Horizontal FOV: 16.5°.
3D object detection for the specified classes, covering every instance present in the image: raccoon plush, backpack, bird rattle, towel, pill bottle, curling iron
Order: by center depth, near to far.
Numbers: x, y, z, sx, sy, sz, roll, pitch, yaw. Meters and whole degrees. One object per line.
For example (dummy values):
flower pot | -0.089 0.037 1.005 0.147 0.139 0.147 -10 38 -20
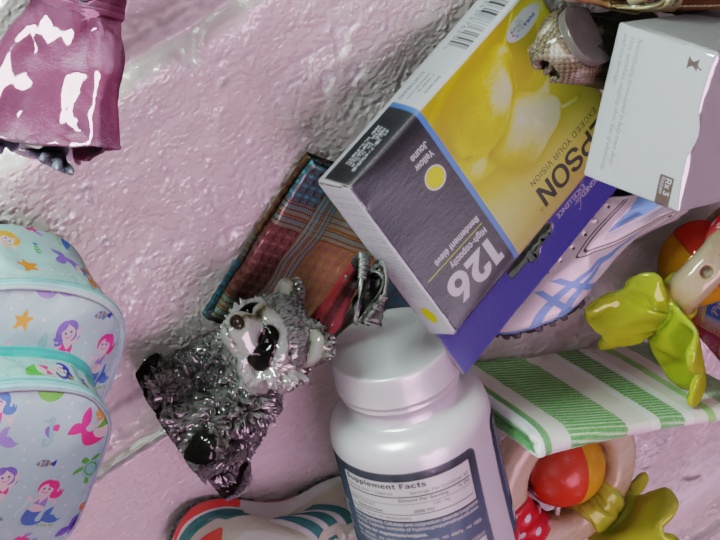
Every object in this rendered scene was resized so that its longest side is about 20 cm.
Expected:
backpack | -0.242 0.075 1.579 0.177 0.151 0.201 7 116 -36
curling iron | -0.024 0.042 1.717 0.025 0.050 0.200 8 155 -20
raccoon plush | -0.074 0.078 1.742 0.134 0.097 0.200 -34 166 -2
towel | 0.000 0.000 1.765 0.199 0.022 0.147 17 114 -41
pill bottle | 0.042 0.133 1.794 0.119 0.120 0.201 -24 123 -16
bird rattle | 0.255 -0.012 1.855 0.112 0.163 0.200 33 97 -3
towel | 0.179 0.096 1.875 0.199 0.152 0.024 -6 111 -29
bird rattle | 0.151 0.175 1.974 0.199 0.113 0.164 -4 114 -19

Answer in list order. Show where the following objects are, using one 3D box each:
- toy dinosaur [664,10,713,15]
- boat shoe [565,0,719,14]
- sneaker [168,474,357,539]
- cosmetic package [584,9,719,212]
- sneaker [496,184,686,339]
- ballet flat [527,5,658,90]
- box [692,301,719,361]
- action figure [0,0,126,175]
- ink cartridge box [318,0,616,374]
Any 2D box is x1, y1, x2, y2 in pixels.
toy dinosaur | 0.203 -0.218 1.705 0.199 0.048 0.088 11 125 -36
boat shoe | 0.184 -0.199 1.638 0.199 0.074 0.076 4 121 -19
sneaker | -0.040 0.212 1.862 0.199 0.093 0.071 -5 128 -31
cosmetic package | 0.244 -0.113 1.680 0.200 0.081 0.113 -9 118 -52
sneaker | 0.163 -0.030 1.822 0.200 0.072 0.073 -41 121 2
ballet flat | 0.169 -0.144 1.686 0.046 0.068 0.200 -31 166 28
box | 0.355 0.049 1.988 0.200 0.100 0.096 25 109 -44
action figure | -0.159 -0.157 1.467 0.149 0.133 0.201 19 88 -80
ink cartridge box | 0.092 -0.060 1.690 0.198 0.047 0.200 -50 123 -17
